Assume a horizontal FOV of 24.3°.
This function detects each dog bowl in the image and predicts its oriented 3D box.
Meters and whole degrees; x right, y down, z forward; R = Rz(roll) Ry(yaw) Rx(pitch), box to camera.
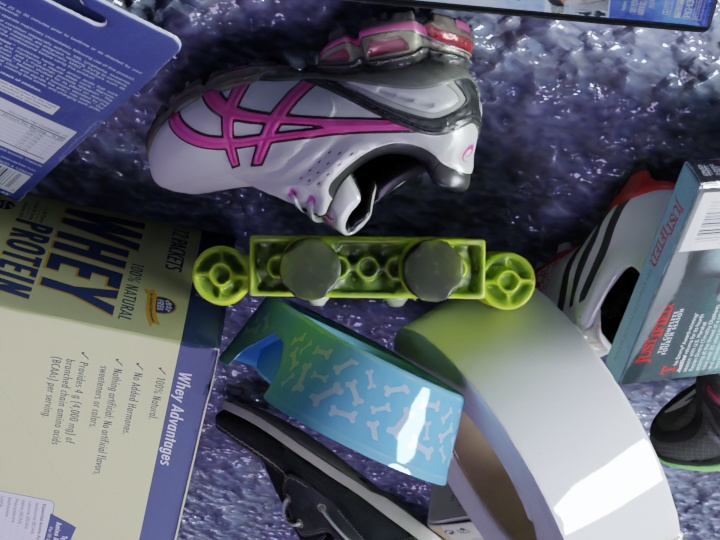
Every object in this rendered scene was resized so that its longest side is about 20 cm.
[{"bbox_3d":[-0.009,0.062,0.951,0.111,0.050,0.200,26,180,-22],"label":"dog bowl"}]

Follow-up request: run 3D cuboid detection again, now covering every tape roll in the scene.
[{"bbox_3d":[0.101,0.104,0.983,0.071,0.203,0.203,-29,152,-14],"label":"tape roll"}]

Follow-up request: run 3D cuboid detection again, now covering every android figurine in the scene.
[{"bbox_3d":[0.000,0.000,0.908,0.181,0.041,0.200,0,180,-5],"label":"android figurine"}]

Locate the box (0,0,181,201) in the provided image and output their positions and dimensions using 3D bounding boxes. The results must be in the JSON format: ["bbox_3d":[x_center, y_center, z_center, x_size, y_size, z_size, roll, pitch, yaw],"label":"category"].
[{"bbox_3d":[-0.185,-0.107,0.860,0.121,0.033,0.200,25,147,-27],"label":"box"}]

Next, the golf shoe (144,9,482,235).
[{"bbox_3d":[-0.031,-0.061,0.833,0.199,0.093,0.072,-14,165,36],"label":"golf shoe"}]

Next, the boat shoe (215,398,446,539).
[{"bbox_3d":[-0.030,0.158,1.159,0.200,0.068,0.072,36,-178,19],"label":"boat shoe"}]

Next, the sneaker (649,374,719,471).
[{"bbox_3d":[0.234,0.055,1.006,0.084,0.077,0.200,30,139,-11],"label":"sneaker"}]

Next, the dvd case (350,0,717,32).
[{"bbox_3d":[0.065,-0.161,0.724,0.199,0.018,0.143,6,150,3],"label":"dvd case"}]

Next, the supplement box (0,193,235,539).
[{"bbox_3d":[-0.192,0.074,0.989,0.199,0.134,0.201,12,118,-6],"label":"supplement box"}]

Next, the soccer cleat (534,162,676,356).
[{"bbox_3d":[0.139,0.020,0.943,0.068,0.086,0.200,15,149,-11],"label":"soccer cleat"}]

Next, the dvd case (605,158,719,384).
[{"bbox_3d":[0.235,-0.005,0.846,0.199,0.022,0.146,-7,138,-18],"label":"dvd case"}]

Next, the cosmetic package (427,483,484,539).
[{"bbox_3d":[0.132,0.169,1.178,0.073,0.104,0.200,-12,142,32],"label":"cosmetic package"}]
